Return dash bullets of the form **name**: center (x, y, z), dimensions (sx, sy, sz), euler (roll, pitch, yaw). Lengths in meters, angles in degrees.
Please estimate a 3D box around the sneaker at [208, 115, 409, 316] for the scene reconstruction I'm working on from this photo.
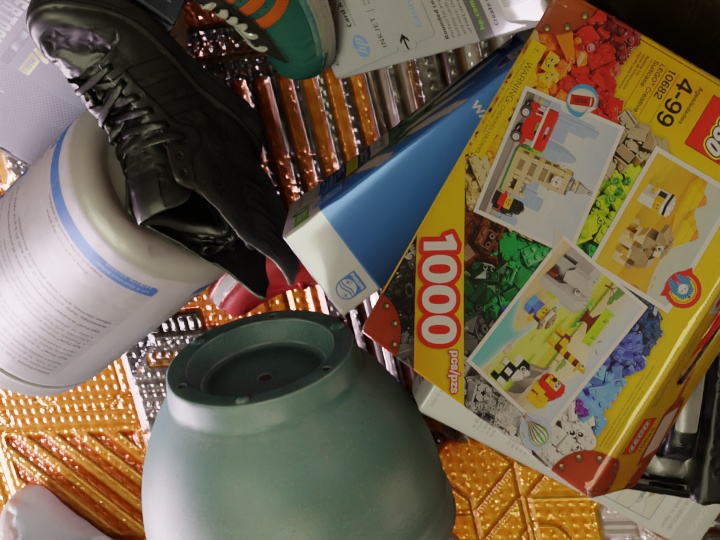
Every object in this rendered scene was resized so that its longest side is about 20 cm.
- **sneaker**: center (0.000, 0.000, 1.073), dimensions (0.200, 0.078, 0.116), euler (-37, 93, 33)

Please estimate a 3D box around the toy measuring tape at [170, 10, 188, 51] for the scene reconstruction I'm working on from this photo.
- **toy measuring tape**: center (-0.143, -0.196, 1.060), dimensions (0.073, 0.074, 0.201), euler (15, 128, 17)

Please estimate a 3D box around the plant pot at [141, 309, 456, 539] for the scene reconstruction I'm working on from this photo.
- **plant pot**: center (-0.049, 0.108, 1.061), dimensions (0.199, 0.200, 0.135), euler (0, 118, 23)

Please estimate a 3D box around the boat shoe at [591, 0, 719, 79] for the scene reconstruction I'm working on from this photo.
- **boat shoe**: center (0.168, -0.163, 0.930), dimensions (0.200, 0.066, 0.074), euler (38, 141, -1)

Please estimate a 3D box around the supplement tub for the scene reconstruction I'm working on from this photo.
- **supplement tub**: center (-0.170, -0.014, 1.088), dimensions (0.132, 0.132, 0.200), euler (51, 133, -4)

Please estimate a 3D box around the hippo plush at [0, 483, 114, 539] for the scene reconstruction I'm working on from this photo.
- **hippo plush**: center (-0.227, 0.271, 1.240), dimensions (0.199, 0.161, 0.160), euler (20, 118, 15)

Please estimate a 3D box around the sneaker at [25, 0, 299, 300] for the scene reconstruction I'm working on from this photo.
- **sneaker**: center (-0.114, -0.072, 0.981), dimensions (0.199, 0.105, 0.060), euler (34, 135, -30)

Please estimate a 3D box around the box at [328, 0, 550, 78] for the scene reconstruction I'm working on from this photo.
- **box**: center (0.024, -0.197, 0.947), dimensions (0.200, 0.041, 0.157), euler (-7, 111, 54)

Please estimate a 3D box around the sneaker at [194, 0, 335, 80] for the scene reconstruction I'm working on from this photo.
- **sneaker**: center (-0.076, -0.173, 0.959), dimensions (0.071, 0.080, 0.200), euler (48, 168, 40)

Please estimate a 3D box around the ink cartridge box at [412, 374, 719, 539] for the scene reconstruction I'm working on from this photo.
- **ink cartridge box**: center (0.155, 0.058, 1.042), dimensions (0.199, 0.057, 0.163), euler (26, 109, -13)

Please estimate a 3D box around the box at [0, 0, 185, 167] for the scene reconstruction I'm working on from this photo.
- **box**: center (-0.214, -0.157, 1.041), dimensions (0.157, 0.051, 0.200), euler (31, 142, -19)

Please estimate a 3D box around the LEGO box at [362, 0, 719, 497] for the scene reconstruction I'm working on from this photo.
- **LEGO box**: center (0.118, -0.013, 0.852), dimensions (0.149, 0.077, 0.201), euler (34, 103, 23)

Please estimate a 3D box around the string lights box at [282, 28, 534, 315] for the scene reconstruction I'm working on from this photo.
- **string lights box**: center (0.054, -0.065, 0.962), dimensions (0.200, 0.103, 0.059), euler (-37, 100, 7)

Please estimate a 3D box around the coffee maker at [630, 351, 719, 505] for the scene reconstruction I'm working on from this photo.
- **coffee maker**: center (0.219, 0.017, 0.947), dimensions (0.191, 0.135, 0.201), euler (2, 105, -22)
